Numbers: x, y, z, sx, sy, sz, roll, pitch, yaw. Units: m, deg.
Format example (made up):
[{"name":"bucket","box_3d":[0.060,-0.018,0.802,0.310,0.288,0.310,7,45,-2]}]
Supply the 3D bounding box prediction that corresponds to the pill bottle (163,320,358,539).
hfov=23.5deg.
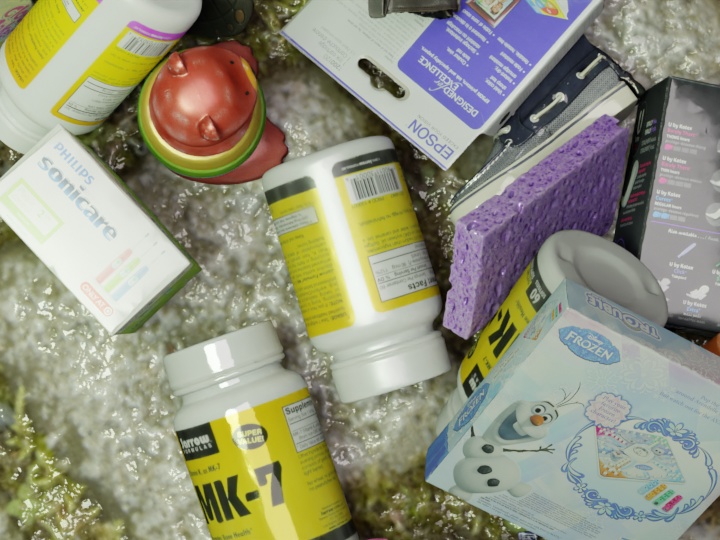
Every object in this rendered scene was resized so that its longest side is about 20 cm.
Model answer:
[{"name":"pill bottle","box_3d":[-0.085,0.150,1.421,0.114,0.114,0.201,-20,89,-4]}]

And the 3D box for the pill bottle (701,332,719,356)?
[{"name":"pill bottle","box_3d":[0.246,0.135,1.408,0.106,0.106,0.200,45,119,-1]}]

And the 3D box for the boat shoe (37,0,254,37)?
[{"name":"boat shoe","box_3d":[-0.182,-0.247,1.465,0.199,0.076,0.074,10,55,6]}]

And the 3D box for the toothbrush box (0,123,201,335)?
[{"name":"toothbrush box","box_3d":[-0.208,-0.028,1.385,0.086,0.200,0.146,-43,91,-4]}]

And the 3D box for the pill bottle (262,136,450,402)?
[{"name":"pill bottle","box_3d":[0.000,0.000,1.430,0.114,0.114,0.201,-17,89,-4]}]

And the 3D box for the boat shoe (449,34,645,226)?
[{"name":"boat shoe","box_3d":[0.138,-0.124,1.478,0.200,0.075,0.093,-36,80,-9]}]

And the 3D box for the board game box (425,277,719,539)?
[{"name":"board game box","box_3d":[0.184,0.125,1.315,0.199,0.043,0.199,27,124,-14]}]

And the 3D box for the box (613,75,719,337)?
[{"name":"box","box_3d":[0.277,-0.049,1.450,0.106,0.122,0.201,10,89,-3]}]

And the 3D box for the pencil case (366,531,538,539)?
[{"name":"pencil case","box_3d":[0.075,0.256,1.399,0.200,0.094,0.091,8,70,-43]}]

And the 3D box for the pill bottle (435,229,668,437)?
[{"name":"pill bottle","box_3d":[0.147,0.075,1.379,0.114,0.114,0.200,30,123,-2]}]

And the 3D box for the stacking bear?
[{"name":"stacking bear","box_3d":[-0.124,-0.131,1.392,0.113,0.200,0.122,-20,89,-4]}]

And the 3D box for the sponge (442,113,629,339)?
[{"name":"sponge","box_3d":[0.145,-0.037,1.410,0.030,0.112,0.200,32,49,29]}]

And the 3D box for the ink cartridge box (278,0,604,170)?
[{"name":"ink cartridge box","box_3d":[0.068,-0.210,1.458,0.198,0.043,0.200,42,86,17]}]

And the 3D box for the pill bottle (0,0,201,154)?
[{"name":"pill bottle","box_3d":[-0.223,-0.180,1.401,0.104,0.104,0.200,49,122,0]}]

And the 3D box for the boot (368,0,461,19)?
[{"name":"boot","box_3d":[0.055,-0.292,1.410,0.069,0.200,0.175,0,105,40]}]

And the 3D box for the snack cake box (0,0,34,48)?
[{"name":"snack cake box","box_3d":[-0.325,-0.209,1.384,0.115,0.200,0.067,-35,91,-3]}]
